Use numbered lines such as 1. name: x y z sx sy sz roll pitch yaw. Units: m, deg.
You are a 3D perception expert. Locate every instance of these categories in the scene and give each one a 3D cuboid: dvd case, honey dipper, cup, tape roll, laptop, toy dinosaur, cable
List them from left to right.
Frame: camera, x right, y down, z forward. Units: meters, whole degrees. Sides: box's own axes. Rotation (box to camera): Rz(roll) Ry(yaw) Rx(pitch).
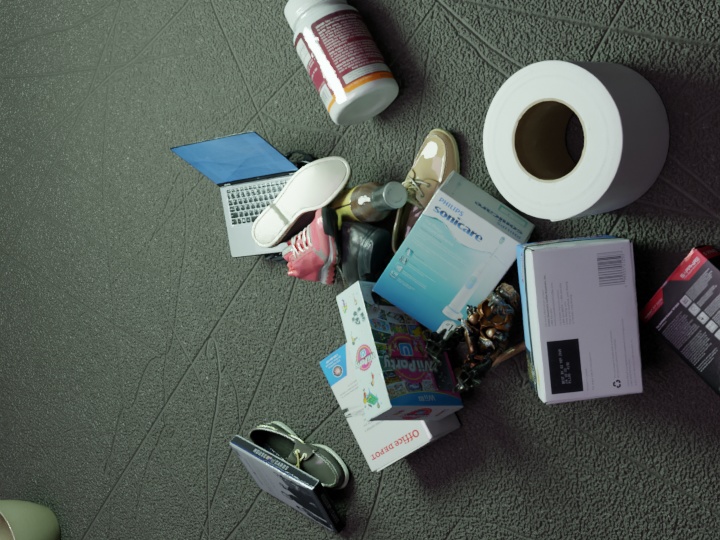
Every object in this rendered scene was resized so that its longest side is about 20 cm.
1. cup: -0.764 0.601 2.405 0.200 0.143 0.201 8 102 40
2. laptop: -0.191 -0.119 1.751 0.187 0.116 0.200 -5 96 36
3. dvd case: -0.127 0.370 1.850 0.200 0.025 0.150 22 149 36
4. cable: -0.106 -0.091 1.799 0.163 0.051 0.200 44 120 20
5. toy dinosaur: 0.171 0.104 1.508 0.102 0.136 0.200 27 137 37
6. honey dipper: 0.193 0.140 1.591 0.200 0.038 0.038 -33 76 34
7. tape roll: 0.280 -0.171 1.392 0.202 0.139 0.203 7 101 39

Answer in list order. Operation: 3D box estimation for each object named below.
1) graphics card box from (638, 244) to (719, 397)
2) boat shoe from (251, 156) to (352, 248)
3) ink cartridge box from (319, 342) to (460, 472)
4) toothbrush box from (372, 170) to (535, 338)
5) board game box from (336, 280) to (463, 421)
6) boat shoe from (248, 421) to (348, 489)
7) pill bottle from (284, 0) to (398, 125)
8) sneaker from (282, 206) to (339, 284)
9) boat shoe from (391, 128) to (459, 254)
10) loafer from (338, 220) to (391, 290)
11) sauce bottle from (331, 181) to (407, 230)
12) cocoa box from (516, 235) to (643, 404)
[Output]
1. graphics card box: 0.462 0.079 1.338 0.200 0.051 0.126 48 124 25
2. boat shoe: -0.085 -0.108 1.679 0.200 0.063 0.073 -40 74 20
3. ink cartridge box: 0.045 0.195 1.689 0.146 0.084 0.200 -37 75 38
4. toothbrush box: 0.133 -0.018 1.545 0.146 0.085 0.200 33 122 3
5. board game box: 0.057 0.121 1.592 0.064 0.147 0.200 -37 59 42
6. boat shoe: -0.110 0.325 1.854 0.201 0.061 0.072 24 102 34
7. pill bottle: -0.033 -0.335 1.645 0.114 0.114 0.200 -37 73 38
8. sneaker: -0.079 -0.031 1.672 0.200 0.087 0.074 100 169 -62
9. boat shoe: 0.095 -0.114 1.606 0.071 0.064 0.200 25 113 35
10. loafer: 0.000 0.000 1.676 0.072 0.073 0.200 30 137 22
11. sauce bottle: 0.009 -0.101 1.639 0.200 0.065 0.065 -7 93 64
12. cocoa box: 0.284 0.059 1.402 0.133 0.131 0.200 -6 94 1
